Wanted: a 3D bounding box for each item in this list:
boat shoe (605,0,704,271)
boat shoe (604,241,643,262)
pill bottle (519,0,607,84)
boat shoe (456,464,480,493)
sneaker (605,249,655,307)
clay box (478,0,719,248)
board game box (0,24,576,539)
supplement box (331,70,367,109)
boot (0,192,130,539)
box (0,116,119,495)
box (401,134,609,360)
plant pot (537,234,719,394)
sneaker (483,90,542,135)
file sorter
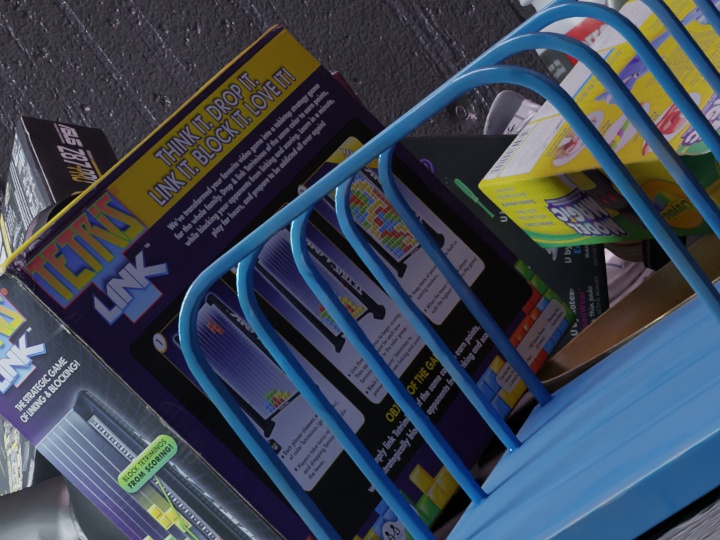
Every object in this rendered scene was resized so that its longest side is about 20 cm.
[{"bbox_3d":[0.135,-0.093,1.058,0.060,0.202,0.072,-1,17,11],"label":"boat shoe"},{"bbox_3d":[0.200,-0.058,1.164,0.200,0.072,0.065,-37,-40,-19],"label":"boat shoe"},{"bbox_3d":[0.171,-0.126,1.313,0.114,0.200,0.114,-36,0,0],"label":"pill bottle"},{"bbox_3d":[-0.005,0.084,0.984,0.074,0.067,0.200,-36,0,-13],"label":"boat shoe"},{"bbox_3d":[0.082,0.010,1.186,0.200,0.087,0.075,-35,-2,-13],"label":"sneaker"},{"bbox_3d":[0.134,-0.067,0.907,0.115,0.048,0.200,-51,16,-14],"label":"clay box"},{"bbox_3d":[-0.029,0.023,0.813,0.057,0.165,0.200,-45,2,39],"label":"board game box"},{"bbox_3d":[-0.001,-0.001,1.309,0.109,0.200,0.061,-36,0,-14],"label":"supplement box"},{"bbox_3d":[-0.109,0.086,0.877,0.162,0.198,0.073,-28,3,43],"label":"boot"},{"bbox_3d":[-0.138,0.033,1.036,0.200,0.049,0.161,-130,51,-66],"label":"box"},{"bbox_3d":[0.000,0.000,1.033,0.200,0.106,0.122,-2,-8,-15],"label":"box"},{"bbox_3d":[0.153,-0.007,0.845,0.200,0.028,0.200,-36,-1,-1],"label":"plant pot"},{"bbox_3d":[0.052,-0.041,1.240,0.200,0.115,0.075,6,13,-15],"label":"sneaker"},{"bbox_3d":[0.054,0.000,0.661,0.139,0.123,0.200,-37,3,23],"label":"file sorter"}]
